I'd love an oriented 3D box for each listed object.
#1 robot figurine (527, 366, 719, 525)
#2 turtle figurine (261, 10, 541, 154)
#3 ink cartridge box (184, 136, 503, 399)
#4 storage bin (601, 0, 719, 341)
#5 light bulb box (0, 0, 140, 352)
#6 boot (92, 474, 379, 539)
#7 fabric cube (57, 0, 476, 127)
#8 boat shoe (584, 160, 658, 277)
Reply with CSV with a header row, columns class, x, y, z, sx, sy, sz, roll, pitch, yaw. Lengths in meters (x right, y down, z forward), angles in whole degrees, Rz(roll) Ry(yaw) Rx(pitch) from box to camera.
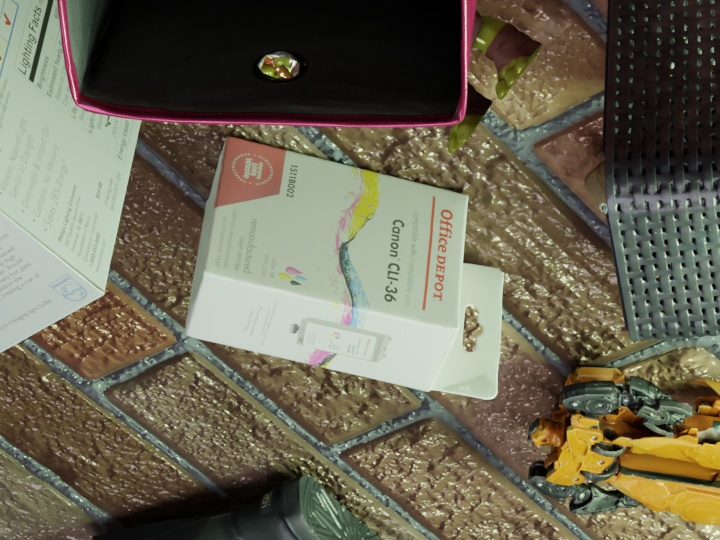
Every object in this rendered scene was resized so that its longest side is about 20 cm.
class,x,y,z,sx,sy,sz,roll,pitch,yaw
robot figurine,0.211,0.120,1.603,0.198,0.058,0.145,11,138,-5
turtle figurine,0.011,-0.141,1.324,0.161,0.064,0.200,39,114,-5
ink cartridge box,0.000,0.000,1.455,0.199,0.117,0.068,13,139,-8
storage bin,0.185,-0.074,1.277,0.093,0.201,0.136,-4,138,12
light bulb box,-0.237,-0.090,1.327,0.124,0.199,0.200,-28,127,31
boot,-0.085,0.237,1.773,0.199,0.066,0.165,-22,123,25
fabric cube,-0.038,-0.208,1.139,0.195,0.200,0.201,2,128,5
boat shoe,0.209,-0.007,1.458,0.072,0.072,0.200,-18,123,33
